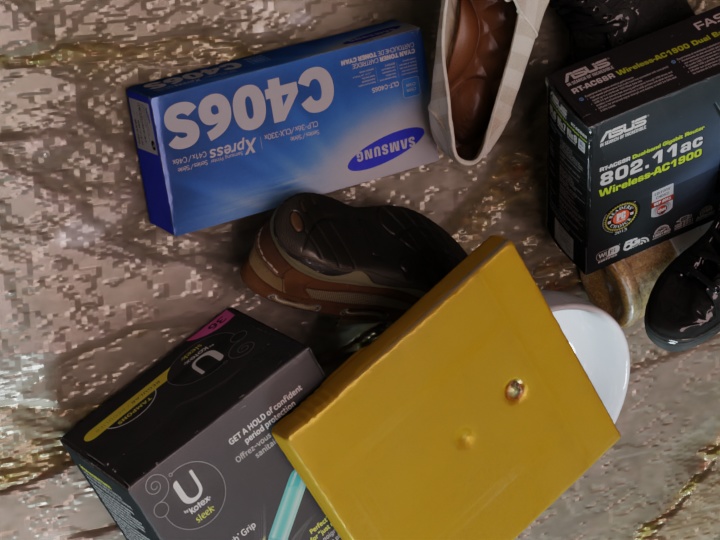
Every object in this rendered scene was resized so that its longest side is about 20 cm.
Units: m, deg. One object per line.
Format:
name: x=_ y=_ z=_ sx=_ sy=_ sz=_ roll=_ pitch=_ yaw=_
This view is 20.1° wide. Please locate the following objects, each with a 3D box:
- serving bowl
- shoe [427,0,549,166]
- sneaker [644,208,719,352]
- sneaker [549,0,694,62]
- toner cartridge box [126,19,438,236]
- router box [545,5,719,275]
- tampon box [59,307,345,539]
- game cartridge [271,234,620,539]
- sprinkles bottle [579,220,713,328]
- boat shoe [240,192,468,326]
serving bowl: x=0.094 y=0.092 z=1.436 sx=0.199 sy=0.066 sz=0.201 roll=-22 pitch=134 yaw=-25
shoe: x=0.086 y=-0.163 z=1.320 sx=0.069 sy=0.053 sz=0.201 roll=11 pitch=108 yaw=4
sneaker: x=0.270 y=-0.037 z=1.411 sx=0.200 sy=0.060 sz=0.104 roll=-41 pitch=152 yaw=-14
sneaker: x=0.167 y=-0.180 z=1.413 sx=0.199 sy=0.060 sz=0.105 roll=-3 pitch=103 yaw=-39
toner cartridge box: x=-0.048 y=-0.096 z=1.342 sx=0.199 sy=0.043 sz=0.096 roll=-18 pitch=112 yaw=-23
router box: x=0.227 y=-0.099 z=1.422 sx=0.199 sy=0.062 sz=0.150 roll=-23 pitch=140 yaw=-14
tampon box: x=-0.072 y=0.156 z=1.344 sx=0.150 sy=0.126 sz=0.201 roll=-37 pitch=116 yaw=-17
game cartridge: x=0.059 y=0.105 z=1.322 sx=0.200 sy=0.032 sz=0.177 roll=-39 pitch=117 yaw=-16
sprinkles bottle: x=0.260 y=-0.026 z=1.507 sx=0.199 sy=0.068 sz=0.069 roll=-25 pitch=113 yaw=-20
boat shoe: x=0.000 y=0.000 z=1.381 sx=0.199 sy=0.076 sz=0.074 roll=16 pitch=135 yaw=-42
